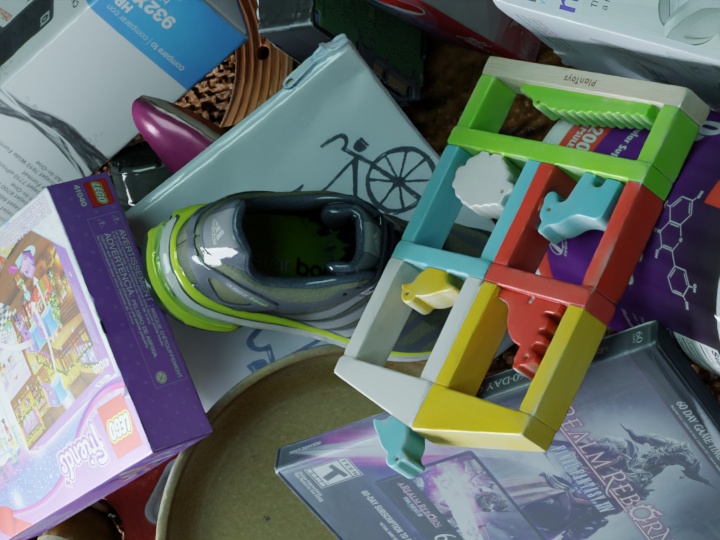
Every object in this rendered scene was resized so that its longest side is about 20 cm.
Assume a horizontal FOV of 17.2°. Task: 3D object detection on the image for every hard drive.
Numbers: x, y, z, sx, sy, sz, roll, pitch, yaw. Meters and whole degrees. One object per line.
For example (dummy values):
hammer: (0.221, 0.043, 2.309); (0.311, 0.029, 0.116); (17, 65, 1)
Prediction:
hard drive: (-0.007, -0.199, 1.259); (0.038, 0.140, 0.201); (-6, 75, 25)

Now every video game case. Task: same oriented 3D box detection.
video game case: (0.081, 0.101, 1.113); (0.199, 0.143, 0.019); (-20, 40, 26)

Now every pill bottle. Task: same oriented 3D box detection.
pill bottle: (0.170, -0.010, 1.070); (0.200, 0.112, 0.113); (24, 93, 51)

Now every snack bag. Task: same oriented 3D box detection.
snack bag: (-0.025, 0.006, 1.220); (0.188, 0.200, 0.021); (-38, 23, 6)

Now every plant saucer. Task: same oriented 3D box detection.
plant saucer: (-0.008, 0.136, 1.214); (0.199, 0.035, 0.201); (-1, 93, -15)

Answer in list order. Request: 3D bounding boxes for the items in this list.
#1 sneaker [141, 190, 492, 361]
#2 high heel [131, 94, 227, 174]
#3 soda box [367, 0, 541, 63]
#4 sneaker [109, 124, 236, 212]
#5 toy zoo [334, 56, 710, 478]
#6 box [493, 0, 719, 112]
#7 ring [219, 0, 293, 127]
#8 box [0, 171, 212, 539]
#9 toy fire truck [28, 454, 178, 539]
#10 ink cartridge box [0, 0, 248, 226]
sneaker: (0.000, 0.000, 1.143); (0.081, 0.199, 0.074); (-26, 66, 59)
high heel: (-0.061, -0.004, 1.249); (0.200, 0.067, 0.096); (39, 94, -18)
soda box: (0.035, -0.162, 1.205); (0.063, 0.200, 0.070); (18, 90, 28)
sneaker: (-0.065, -0.025, 1.312); (0.199, 0.060, 0.105); (-9, 112, 0)
toy zoo: (0.063, 0.002, 1.066); (0.131, 0.020, 0.201); (15, 75, 49)
box: (0.185, -0.122, 1.124); (0.176, 0.200, 0.097); (19, 90, 29)
ring: (-0.125, -0.112, 1.381); (0.200, 0.019, 0.201); (-5, 79, 27)
box: (-0.159, 0.051, 1.196); (0.200, 0.039, 0.137); (-32, 78, 52)
toy fire truck: (-0.125, 0.173, 1.299); (0.199, 0.112, 0.168); (17, 66, 27)
ink cartridge box: (-0.170, -0.126, 1.319); (0.200, 0.084, 0.145); (-39, 38, 16)
